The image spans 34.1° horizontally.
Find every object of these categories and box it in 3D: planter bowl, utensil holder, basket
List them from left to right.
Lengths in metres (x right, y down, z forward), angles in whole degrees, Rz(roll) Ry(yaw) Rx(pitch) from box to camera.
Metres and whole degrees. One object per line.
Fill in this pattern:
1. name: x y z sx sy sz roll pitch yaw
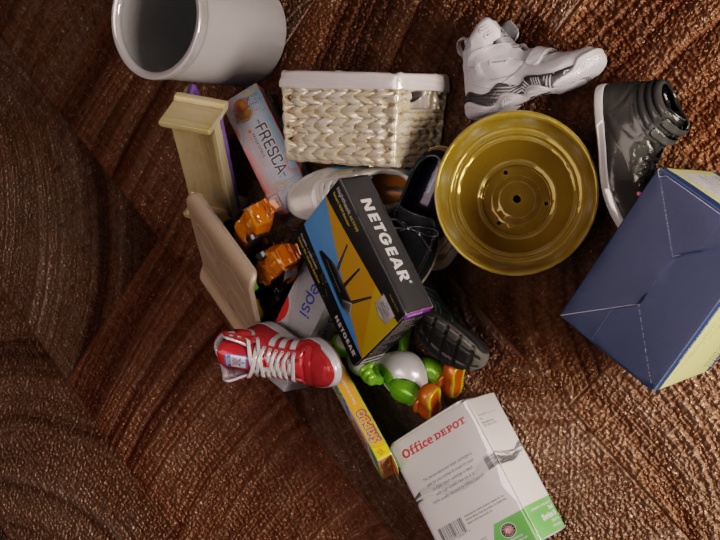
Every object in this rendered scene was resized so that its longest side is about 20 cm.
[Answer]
1. utensil holder: -0.227 -0.350 1.681 0.169 0.200 0.171 2 93 34
2. basket: 0.003 -0.205 1.575 0.199 0.135 0.124 8 102 33
3. planter bowl: 0.194 -0.093 1.461 0.199 0.083 0.202 0 87 8

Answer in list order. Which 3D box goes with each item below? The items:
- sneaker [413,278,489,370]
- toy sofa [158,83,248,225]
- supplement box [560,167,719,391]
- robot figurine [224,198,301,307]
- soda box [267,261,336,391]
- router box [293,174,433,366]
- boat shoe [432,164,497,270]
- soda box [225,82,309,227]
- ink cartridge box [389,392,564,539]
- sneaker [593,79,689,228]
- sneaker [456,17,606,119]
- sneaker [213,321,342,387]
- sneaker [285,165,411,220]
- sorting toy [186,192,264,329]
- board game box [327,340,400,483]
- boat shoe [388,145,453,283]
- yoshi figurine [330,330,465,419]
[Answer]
1. sneaker: 0.096 0.053 1.552 0.200 0.079 0.076 36 142 19
2. toy sofa: -0.219 -0.168 1.709 0.082 0.098 0.201 13 140 18
3. supplement box: 0.361 0.006 1.299 0.134 0.199 0.201 41 114 25
4. robot figurine: -0.138 -0.026 1.673 0.146 0.058 0.200 60 161 5
5. soda box: -0.075 0.072 1.683 0.068 0.063 0.201 38 113 27
6. router box: 0.000 0.000 1.509 0.149 0.051 0.201 -48 61 48
7. boat shoe: 0.120 -0.089 1.540 0.074 0.065 0.203 39 112 26
8. soda box: -0.124 -0.165 1.692 0.063 0.068 0.201 -28 76 9
9. ink cartridge box: 0.150 0.280 1.529 0.146 0.084 0.201 -36 73 32
10. sneaker: 0.339 -0.134 1.383 0.099 0.071 0.201 -12 82 39
11. sneaker: 0.205 -0.269 1.465 0.199 0.075 0.116 -17 86 37
12. sneaker: -0.119 0.121 1.584 0.199 0.112 0.072 16 110 49
13. sneaker: -0.010 -0.109 1.586 0.199 0.081 0.077 -8 90 14
14. sorting toy: -0.190 0.004 1.715 0.185 0.036 0.201 52 157 29
15. board game box: -0.002 0.198 1.601 0.030 0.096 0.200 -29 66 -8
16. boat shoe: 0.072 -0.063 1.498 0.074 0.062 0.201 23 101 15
17. yoshi figurine: 0.039 0.112 1.590 0.199 0.112 0.113 25 91 33
